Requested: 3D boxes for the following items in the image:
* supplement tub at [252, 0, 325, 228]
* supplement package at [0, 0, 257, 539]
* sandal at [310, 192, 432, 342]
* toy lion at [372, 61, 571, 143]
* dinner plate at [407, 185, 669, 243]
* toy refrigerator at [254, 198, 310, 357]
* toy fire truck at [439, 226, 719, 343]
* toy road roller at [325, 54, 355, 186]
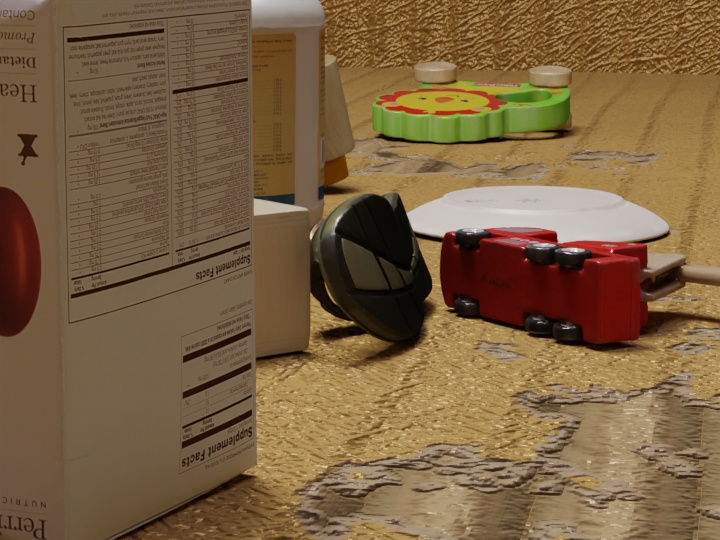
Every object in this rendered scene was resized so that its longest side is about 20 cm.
[{"bbox_3d":[-0.097,-0.129,1.516,0.144,0.201,0.145,1,9,0],"label":"supplement tub"},{"bbox_3d":[-0.155,-0.013,0.824,0.190,0.201,0.147,4,11,25],"label":"supplement package"},{"bbox_3d":[0.000,0.001,1.170,0.057,0.080,0.201,-16,1,8],"label":"sandal"},{"bbox_3d":[0.116,-0.167,2.202,0.199,0.069,0.192,2,17,9],"label":"toy lion"},{"bbox_3d":[0.126,-0.043,1.553,0.199,0.024,0.200,-1,9,0],"label":"dinner plate"},{"bbox_3d":[-0.115,-0.005,1.155,0.070,0.076,0.199,-8,13,-40],"label":"toy refrigerator"},{"bbox_3d":[0.153,0.005,1.184,0.140,0.049,0.200,-5,10,-33],"label":"toy fire truck"},{"bbox_3d":[-0.110,-0.127,1.780,0.145,0.124,0.200,-21,18,-26],"label":"toy road roller"}]
